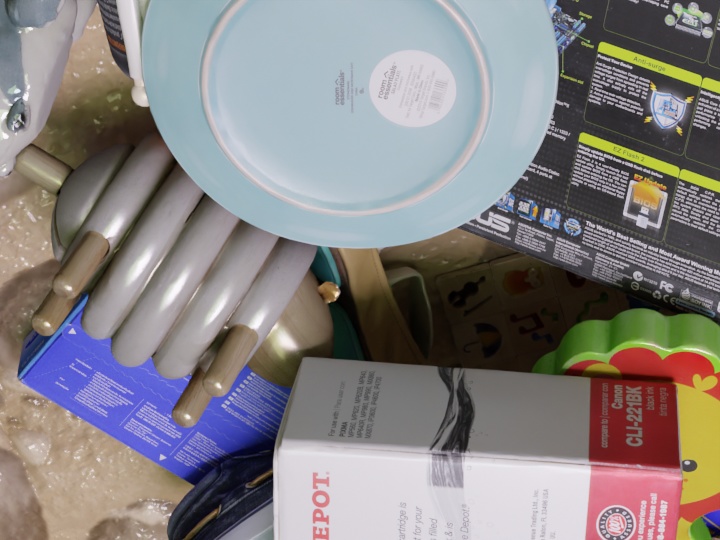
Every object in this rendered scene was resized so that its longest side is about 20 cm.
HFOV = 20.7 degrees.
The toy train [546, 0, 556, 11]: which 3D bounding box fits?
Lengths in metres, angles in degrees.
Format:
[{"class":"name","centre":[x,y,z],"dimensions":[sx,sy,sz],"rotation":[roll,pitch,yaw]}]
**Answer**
[{"class":"toy train","centre":[0.023,-0.183,0.973],"dimensions":[0.114,0.087,0.201],"rotation":[2,115,40]}]

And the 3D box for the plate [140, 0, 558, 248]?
[{"class":"plate","centre":[-0.006,-0.088,0.925],"dimensions":[0.200,0.026,0.201],"rotation":[3,124,4]}]

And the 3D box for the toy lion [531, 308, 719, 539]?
[{"class":"toy lion","centre":[0.171,0.111,1.070],"dimensions":[0.200,0.069,0.192],"rotation":[28,128,-13]}]

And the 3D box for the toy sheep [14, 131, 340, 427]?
[{"class":"toy sheep","centre":[-0.099,-0.005,1.042],"dimensions":[0.200,0.138,0.138],"rotation":[36,114,-8]}]

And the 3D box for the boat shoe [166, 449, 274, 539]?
[{"class":"boat shoe","centre":[-0.023,0.121,1.128],"dimensions":[0.200,0.091,0.071],"rotation":[-31,120,-2]}]

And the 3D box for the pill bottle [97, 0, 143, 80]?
[{"class":"pill bottle","centre":[-0.085,-0.162,0.983],"dimensions":[0.106,0.106,0.200],"rotation":[-9,122,3]}]

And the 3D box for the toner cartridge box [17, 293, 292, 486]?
[{"class":"toner cartridge box","centre":[-0.092,0.072,1.162],"dimensions":[0.200,0.043,0.095],"rotation":[34,113,-22]}]

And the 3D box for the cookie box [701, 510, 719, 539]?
[{"class":"cookie box","centre":[0.149,0.158,1.200],"dimensions":[0.171,0.075,0.200],"rotation":[36,113,-20]}]

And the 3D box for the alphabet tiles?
[{"class":"alphabet tiles","centre":[0.118,0.073,1.195],"dimensions":[0.167,0.008,0.200],"rotation":[-15,121,7]}]

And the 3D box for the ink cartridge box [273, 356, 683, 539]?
[{"class":"ink cartridge box","centre":[0.059,0.131,1.015],"dimensions":[0.199,0.084,0.145],"rotation":[4,121,4]}]

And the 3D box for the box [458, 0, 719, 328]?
[{"class":"box","centre":[0.144,-0.083,1.025],"dimensions":[0.200,0.048,0.194],"rotation":[21,121,22]}]

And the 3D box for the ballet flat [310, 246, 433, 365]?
[{"class":"ballet flat","centre":[0.000,0.000,1.121],"dimensions":[0.063,0.069,0.200],"rotation":[-29,123,-17]}]

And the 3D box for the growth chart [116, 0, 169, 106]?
[{"class":"growth chart","centre":[-0.024,-0.121,0.929],"dimensions":[0.199,0.018,0.145],"rotation":[2,124,5]}]

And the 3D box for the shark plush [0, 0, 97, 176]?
[{"class":"shark plush","centre":[-0.198,-0.099,1.017],"dimensions":[0.083,0.091,0.200],"rotation":[19,105,3]}]
